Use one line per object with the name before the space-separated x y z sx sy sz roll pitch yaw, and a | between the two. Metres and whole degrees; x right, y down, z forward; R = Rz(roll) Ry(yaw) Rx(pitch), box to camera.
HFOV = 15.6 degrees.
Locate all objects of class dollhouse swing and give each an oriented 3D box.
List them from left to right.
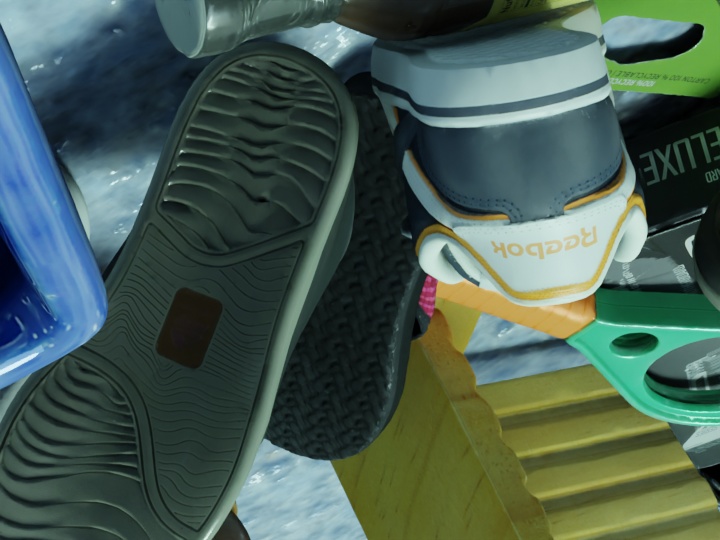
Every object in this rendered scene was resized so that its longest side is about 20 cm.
dollhouse swing | 0.101 0.092 1.086 0.175 0.201 0.182 -16 153 -22

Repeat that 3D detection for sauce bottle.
sauce bottle | 0.033 -0.106 0.798 0.199 0.065 0.065 -14 153 -23

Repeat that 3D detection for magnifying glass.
magnifying glass | 0.102 0.024 1.042 0.199 0.023 0.080 20 142 -32

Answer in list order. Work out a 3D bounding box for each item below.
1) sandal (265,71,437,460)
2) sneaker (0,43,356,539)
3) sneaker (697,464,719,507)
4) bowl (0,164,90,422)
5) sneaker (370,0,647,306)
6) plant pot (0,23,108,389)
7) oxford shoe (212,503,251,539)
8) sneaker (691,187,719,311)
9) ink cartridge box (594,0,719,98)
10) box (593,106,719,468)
sandal | 0.000 0.000 0.970 0.045 0.075 0.200 -47 167 -43
sneaker | -0.051 0.030 0.845 0.201 0.075 0.106 -62 172 -2
sneaker | 0.178 0.088 1.306 0.070 0.078 0.200 -28 155 1
bowl | -0.167 0.048 0.865 0.200 0.091 0.201 -23 155 -11
sneaker | 0.045 -0.039 0.821 0.078 0.080 0.200 -10 -169 5
plant pot | -0.184 -0.055 0.532 0.199 0.180 0.200 -25 155 -4
oxford shoe | -0.090 0.168 1.197 0.071 0.073 0.200 -17 154 -22
sneaker | 0.189 -0.065 0.856 0.199 0.075 0.106 -34 152 -6
ink cartridge box | 0.160 -0.102 0.917 0.147 0.076 0.200 -1 143 -45
box | 0.182 -0.001 1.093 0.157 0.050 0.200 -19 146 12
